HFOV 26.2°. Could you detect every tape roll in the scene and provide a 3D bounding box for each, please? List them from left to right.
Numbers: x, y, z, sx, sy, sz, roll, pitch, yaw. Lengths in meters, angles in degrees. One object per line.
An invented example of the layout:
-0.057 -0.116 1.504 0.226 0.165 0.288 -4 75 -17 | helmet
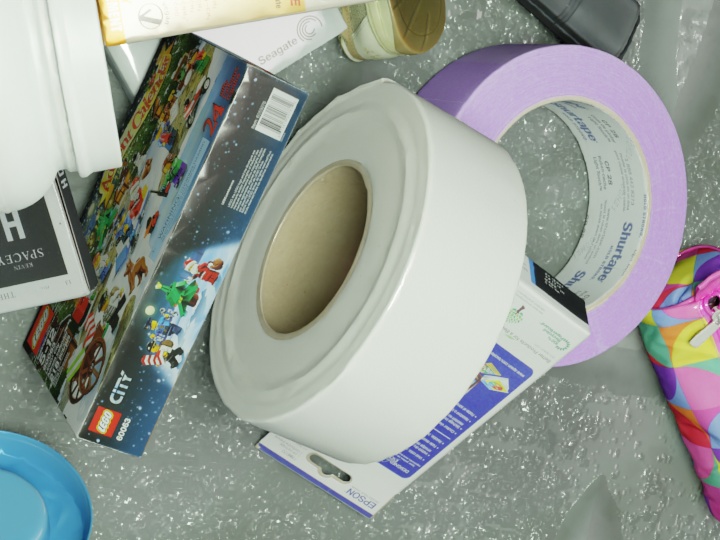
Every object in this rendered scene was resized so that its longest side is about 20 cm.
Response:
0.000 0.000 0.854 0.070 0.202 0.204 26 85 -29 | tape roll
0.112 -0.043 0.988 0.199 0.066 0.202 -5 100 -28 | tape roll

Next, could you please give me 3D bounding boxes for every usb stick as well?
0.103 -0.201 0.978 0.200 0.033 0.056 35 80 -28 | usb stick

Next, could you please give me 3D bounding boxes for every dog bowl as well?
-0.238 0.149 0.798 0.199 0.112 0.050 -10 136 -28 | dog bowl

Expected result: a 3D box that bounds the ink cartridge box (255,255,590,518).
0.034 0.062 0.933 0.099 0.039 0.200 35 118 -23 | ink cartridge box

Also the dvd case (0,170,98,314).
-0.229 -0.069 0.771 0.149 0.025 0.201 -12 105 10 | dvd case

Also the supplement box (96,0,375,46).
-0.051 -0.198 0.809 0.198 0.074 0.127 -12 107 -11 | supplement box

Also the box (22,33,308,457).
-0.107 -0.021 0.807 0.038 0.136 0.201 22 96 -29 | box

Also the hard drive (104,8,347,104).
-0.106 -0.190 0.858 0.131 0.027 0.201 -33 112 -13 | hard drive

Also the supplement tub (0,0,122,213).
-0.210 -0.088 0.661 0.198 0.145 0.146 -10 103 -9 | supplement tub

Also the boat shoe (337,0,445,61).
-0.002 -0.224 0.904 0.073 0.063 0.202 -27 108 -46 | boat shoe

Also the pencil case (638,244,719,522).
0.250 0.081 1.074 0.088 0.088 0.201 -35 113 -20 | pencil case
